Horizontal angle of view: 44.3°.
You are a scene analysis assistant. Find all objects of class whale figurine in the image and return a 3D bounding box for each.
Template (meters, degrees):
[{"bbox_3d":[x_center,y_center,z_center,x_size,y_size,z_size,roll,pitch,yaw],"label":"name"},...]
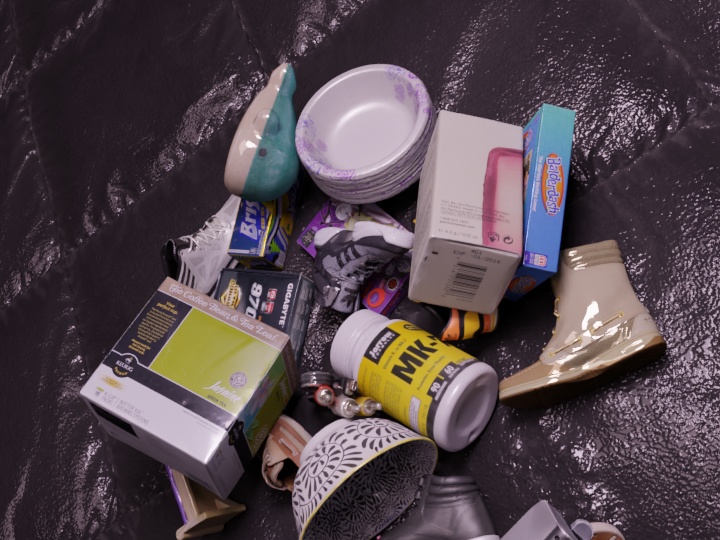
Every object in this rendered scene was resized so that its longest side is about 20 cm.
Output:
[{"bbox_3d":[-0.124,-0.193,1.279,0.103,0.159,0.202,22,75,-7],"label":"whale figurine"}]

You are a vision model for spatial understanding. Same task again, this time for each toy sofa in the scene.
[{"bbox_3d":[-0.251,0.274,1.246,0.097,0.083,0.201,-36,67,25],"label":"toy sofa"}]

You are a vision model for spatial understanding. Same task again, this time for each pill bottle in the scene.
[{"bbox_3d":[0.063,0.131,1.107,0.199,0.114,0.115,26,86,37],"label":"pill bottle"}]

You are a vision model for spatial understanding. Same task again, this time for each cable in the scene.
[{"bbox_3d":[-0.047,0.165,1.123,0.200,0.096,0.051,144,139,-66],"label":"cable"}]

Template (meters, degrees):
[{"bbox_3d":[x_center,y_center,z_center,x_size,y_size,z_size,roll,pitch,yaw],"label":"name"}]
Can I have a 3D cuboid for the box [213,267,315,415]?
[{"bbox_3d":[-0.159,0.102,1.302,0.158,0.046,0.202,4,75,34],"label":"box"}]

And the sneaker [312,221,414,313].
[{"bbox_3d":[0.000,0.000,1.177,0.199,0.075,0.115,-2,77,56],"label":"sneaker"}]

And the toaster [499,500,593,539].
[{"bbox_3d":[0.196,0.362,0.883,0.181,0.119,0.200,42,98,0],"label":"toaster"}]

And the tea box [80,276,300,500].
[{"bbox_3d":[-0.214,0.151,1.154,0.198,0.134,0.198,24,62,18],"label":"tea box"}]

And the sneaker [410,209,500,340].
[{"bbox_3d":[0.096,0.001,1.125,0.089,0.070,0.201,-16,58,-21],"label":"sneaker"}]

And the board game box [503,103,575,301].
[{"bbox_3d":[0.206,-0.078,1.080,0.044,0.152,0.202,11,75,-5],"label":"board game box"}]

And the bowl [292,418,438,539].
[{"bbox_3d":[-0.013,0.241,1.056,0.201,0.200,0.094,-48,56,7],"label":"bowl"}]

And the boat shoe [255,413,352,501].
[{"bbox_3d":[-0.098,0.250,1.174,0.199,0.072,0.077,20,123,37],"label":"boat shoe"}]

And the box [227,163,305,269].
[{"bbox_3d":[-0.139,-0.107,1.359,0.069,0.064,0.202,4,73,29],"label":"box"}]

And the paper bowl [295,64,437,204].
[{"bbox_3d":[0.016,-0.184,1.252,0.199,0.105,0.203,-12,56,18],"label":"paper bowl"}]

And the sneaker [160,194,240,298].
[{"bbox_3d":[-0.234,-0.046,1.366,0.075,0.115,0.202,19,82,36],"label":"sneaker"}]

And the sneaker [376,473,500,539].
[{"bbox_3d":[0.066,0.305,1.068,0.198,0.071,0.100,-20,60,18],"label":"sneaker"}]

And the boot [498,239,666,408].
[{"bbox_3d":[0.238,0.064,1.046,0.199,0.073,0.157,-27,60,19],"label":"boot"}]

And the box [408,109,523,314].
[{"bbox_3d":[0.127,-0.069,1.058,0.108,0.128,0.202,11,54,-3],"label":"box"}]

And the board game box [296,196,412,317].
[{"bbox_3d":[0.005,-0.033,1.264,0.200,0.032,0.121,41,100,36],"label":"board game box"}]

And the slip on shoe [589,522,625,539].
[{"bbox_3d":[0.197,0.332,0.977,0.199,0.076,0.061,-36,14,7],"label":"slip on shoe"}]
